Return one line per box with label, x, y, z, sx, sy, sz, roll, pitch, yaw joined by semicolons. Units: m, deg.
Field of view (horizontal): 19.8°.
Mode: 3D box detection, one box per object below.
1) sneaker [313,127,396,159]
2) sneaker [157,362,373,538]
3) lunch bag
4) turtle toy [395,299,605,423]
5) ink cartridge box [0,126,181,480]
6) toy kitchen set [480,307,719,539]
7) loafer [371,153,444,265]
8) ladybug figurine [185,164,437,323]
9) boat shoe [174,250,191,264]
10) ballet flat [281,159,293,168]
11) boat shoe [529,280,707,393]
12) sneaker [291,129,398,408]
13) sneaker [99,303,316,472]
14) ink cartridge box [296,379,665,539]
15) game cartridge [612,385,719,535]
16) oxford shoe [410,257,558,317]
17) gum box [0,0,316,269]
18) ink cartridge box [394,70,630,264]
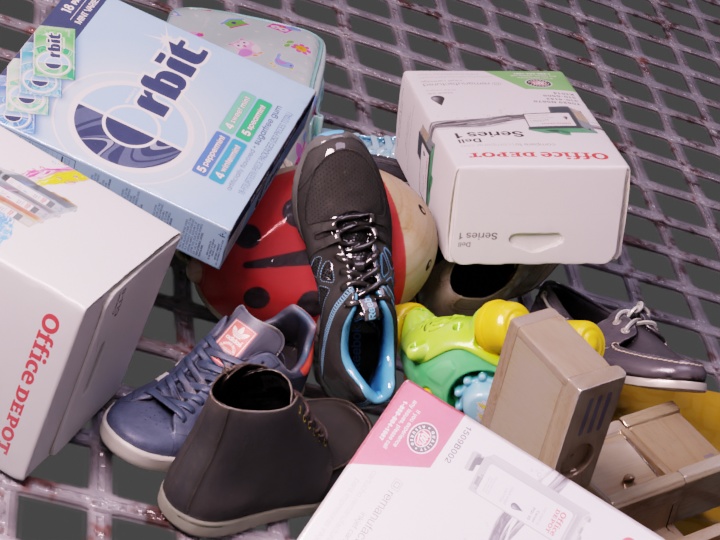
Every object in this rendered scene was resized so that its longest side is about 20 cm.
sneaker;0.041;-0.099;1.807;0.199;0.082;0.074;19;29;-7
sneaker;-0.043;0.106;1.387;0.075;0.107;0.199;38;32;23
lunch bag;-0.106;-0.149;1.763;0.159;0.078;0.200;12;31;-1
turtle toy;0.109;0.085;1.529;0.199;0.102;0.145;15;-11;-37
ink cartridge box;-0.248;0.008;1.353;0.199;0.146;0.145;31;29;9
toy kitchen set;0.206;0.131;1.428;0.199;0.181;0.163;-14;44;-32
loafer;0.055;-0.040;1.737;0.199;0.068;0.070;25;21;-7
ladybug figurine;-0.032;-0.012;1.547;0.198;0.137;0.072;-12;5;-14
boat shoe;-0.048;-0.011;1.613;0.199;0.074;0.063;16;34;-10
ballet flat;-0.100;-0.079;1.643;0.199;0.073;0.073;37;28;-8
boat shoe;0.197;0.051;1.610;0.072;0.063;0.200;10;4;-35
sneaker;0.000;0.000;1.474;0.073;0.202;0.082;-10;11;-17
sneaker;-0.101;0.072;1.422;0.075;0.085;0.200;36;31;19
ink cartridge box;0.073;0.188;1.310;0.199;0.083;0.147;31;61;10
game cartridge;0.268;0.154;1.628;0.198;0.033;0.177;11;32;-18
oxford shoe;0.125;-0.013;1.677;0.200;0.075;0.071;-38;92;-32
gum box;-0.154;-0.107;1.468;0.199;0.045;0.170;25;45;3
ink cartridge box;0.119;-0.086;1.651;0.145;0.085;0.200;-1;27;-12
